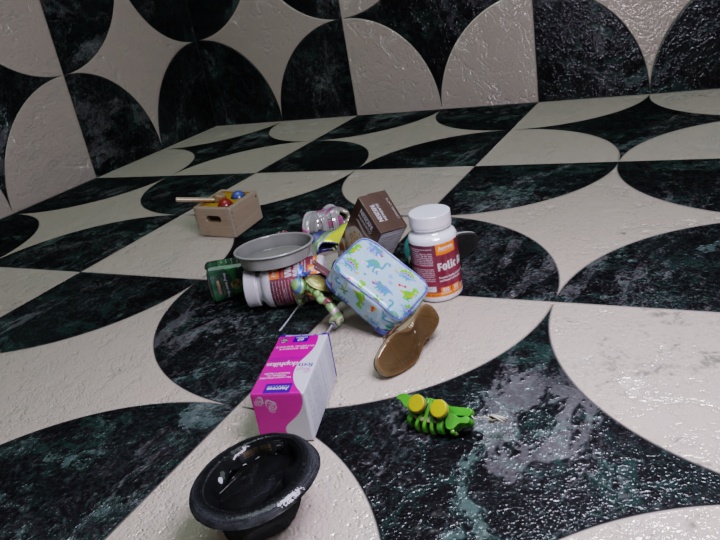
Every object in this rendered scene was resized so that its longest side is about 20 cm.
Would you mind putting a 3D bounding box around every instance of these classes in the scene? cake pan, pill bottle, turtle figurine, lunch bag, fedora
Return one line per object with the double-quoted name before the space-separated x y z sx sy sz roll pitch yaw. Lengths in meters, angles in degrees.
"cake pan" -0.209 -0.046 1.678 0.198 0.037 0.201 -9 19 3
"pill bottle" 0.169 -0.041 1.572 0.113 0.202 0.114 -9 23 4
"turtle figurine" -0.080 0.082 1.560 0.192 0.203 0.143 -2 -8 -35
"pill bottle" -0.179 0.029 1.676 0.197 0.111 0.110 -8 23 4
"lunch bag" 0.039 0.031 1.493 0.199 0.083 0.161 38 46 7
"fedora" -0.145 0.327 0.998 0.198 0.093 0.201 -9 23 4

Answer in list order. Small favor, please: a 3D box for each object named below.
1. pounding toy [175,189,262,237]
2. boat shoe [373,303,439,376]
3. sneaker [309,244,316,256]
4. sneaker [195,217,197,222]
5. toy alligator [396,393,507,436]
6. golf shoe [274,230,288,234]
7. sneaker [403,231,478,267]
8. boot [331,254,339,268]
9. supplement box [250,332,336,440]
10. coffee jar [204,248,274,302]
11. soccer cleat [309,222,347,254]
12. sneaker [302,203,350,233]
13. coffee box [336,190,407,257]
"pounding toy" -0.468 -0.206 2.285 0.198 0.144 0.184 5 31 28
"boat shoe" 0.082 0.144 1.375 0.072 0.072 0.200 -30 13 50
"sneaker" -0.140 -0.015 1.834 0.072 0.072 0.200 -44 30 8
"sneaker" -0.498 -0.222 2.435 0.198 0.079 0.090 -22 22 -26
"toy alligator" 0.141 0.245 1.122 0.198 0.059 0.055 7 70 33
"golf shoe" -0.224 -0.060 1.951 0.087 0.078 0.200 7 29 21
"sneaker" 0.196 -0.071 1.789 0.198 0.084 0.121 -18 33 -13
"boot" 0.000 0.000 1.729 0.130 0.071 0.201 3 32 9
"supplement box" -0.116 0.208 1.251 0.100 0.105 0.200 -4 26 12
"coffee jar" -0.296 0.008 1.782 0.198 0.105 0.085 -15 23 -9
"soccer cleat" -0.057 -0.090 1.985 0.198 0.065 0.084 -16 53 -24
"sneaker" -0.102 -0.152 2.095 0.087 0.082 0.200 5 28 35
"coffee box" 0.022 -0.076 1.625 0.079 0.201 0.115 -16 60 -30
